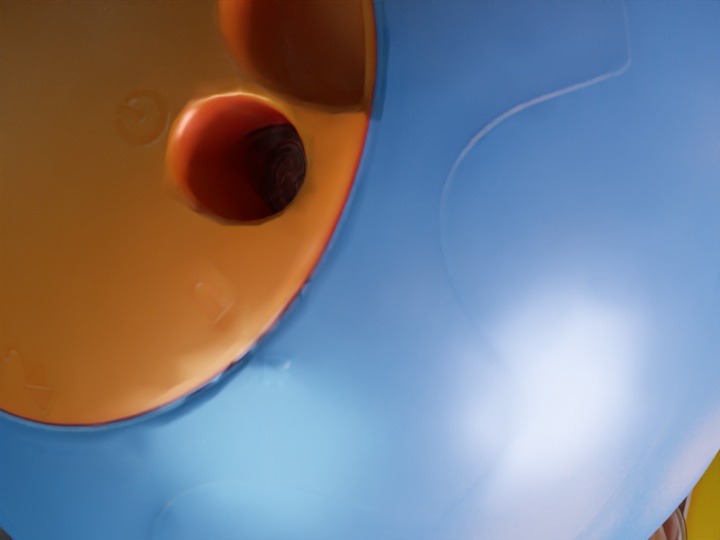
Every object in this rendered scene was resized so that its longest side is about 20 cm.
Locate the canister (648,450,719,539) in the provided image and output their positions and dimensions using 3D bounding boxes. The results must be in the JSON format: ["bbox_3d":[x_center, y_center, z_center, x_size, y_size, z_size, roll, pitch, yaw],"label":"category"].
[{"bbox_3d":[0.132,0.084,0.968,0.199,0.149,0.087,3,150,23],"label":"canister"}]

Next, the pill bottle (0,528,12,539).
[{"bbox_3d":[-0.151,0.092,1.137,0.116,0.117,0.200,16,157,-2],"label":"pill bottle"}]

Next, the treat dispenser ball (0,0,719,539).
[{"bbox_3d":[-0.007,-0.014,0.642,0.199,0.202,0.201,11,151,6],"label":"treat dispenser ball"}]
